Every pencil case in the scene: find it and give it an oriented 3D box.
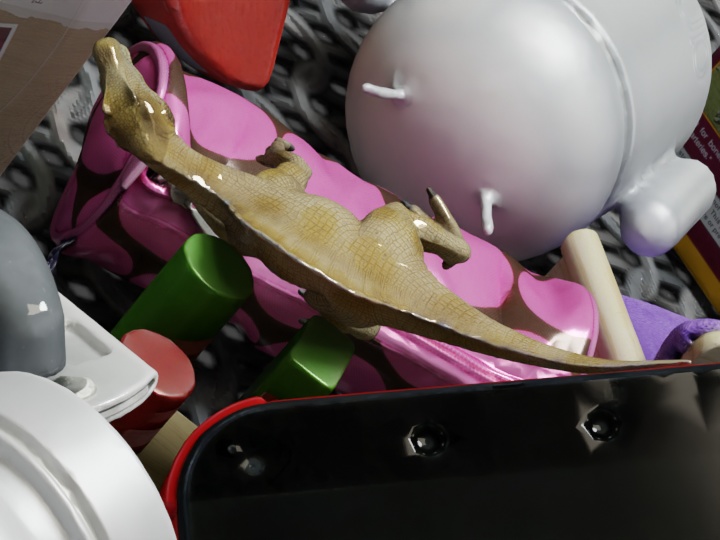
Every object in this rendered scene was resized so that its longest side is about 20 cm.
[{"bbox_3d":[-0.008,0.003,0.975,0.199,0.091,0.094,27,-9,-19],"label":"pencil case"}]

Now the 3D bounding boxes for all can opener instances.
[{"bbox_3d":[-0.124,-0.007,0.815,0.052,0.067,0.200,-16,29,-31],"label":"can opener"}]

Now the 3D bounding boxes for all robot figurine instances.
[{"bbox_3d":[0.066,-0.072,1.118,0.169,0.113,0.200,38,31,9],"label":"robot figurine"}]

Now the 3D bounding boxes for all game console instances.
[{"bbox_3d":[0.050,0.111,0.760,0.199,0.031,0.178,-5,65,-7],"label":"game console"}]

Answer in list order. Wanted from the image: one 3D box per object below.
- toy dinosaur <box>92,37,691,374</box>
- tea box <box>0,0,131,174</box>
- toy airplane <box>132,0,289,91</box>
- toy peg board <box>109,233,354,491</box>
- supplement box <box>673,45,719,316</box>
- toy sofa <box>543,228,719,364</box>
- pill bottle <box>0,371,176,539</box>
[{"bbox_3d":[0.000,0.000,0.866,0.199,0.058,0.101,29,6,5],"label":"toy dinosaur"},{"bbox_3d":[-0.191,-0.154,0.921,0.199,0.134,0.197,11,44,-40],"label":"tea box"},{"bbox_3d":[-0.073,-0.184,1.035,0.141,0.200,0.200,-19,69,-23],"label":"toy airplane"},{"bbox_3d":[-0.035,0.099,0.825,0.200,0.098,0.199,37,32,-7],"label":"toy peg board"},{"bbox_3d":[0.217,-0.070,1.197,0.085,0.200,0.111,-2,52,-49],"label":"supplement box"},{"bbox_3d":[0.156,0.049,1.085,0.199,0.098,0.083,19,38,-34],"label":"toy sofa"},{"bbox_3d":[-0.138,0.103,0.653,0.112,0.112,0.200,49,48,11],"label":"pill bottle"}]
